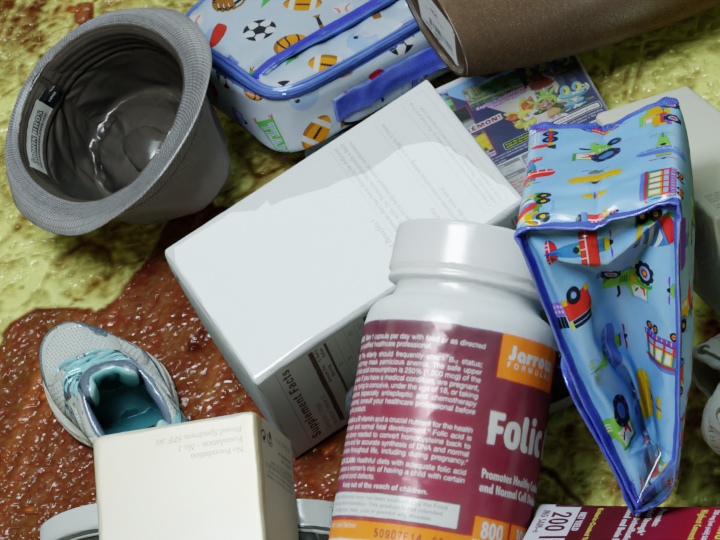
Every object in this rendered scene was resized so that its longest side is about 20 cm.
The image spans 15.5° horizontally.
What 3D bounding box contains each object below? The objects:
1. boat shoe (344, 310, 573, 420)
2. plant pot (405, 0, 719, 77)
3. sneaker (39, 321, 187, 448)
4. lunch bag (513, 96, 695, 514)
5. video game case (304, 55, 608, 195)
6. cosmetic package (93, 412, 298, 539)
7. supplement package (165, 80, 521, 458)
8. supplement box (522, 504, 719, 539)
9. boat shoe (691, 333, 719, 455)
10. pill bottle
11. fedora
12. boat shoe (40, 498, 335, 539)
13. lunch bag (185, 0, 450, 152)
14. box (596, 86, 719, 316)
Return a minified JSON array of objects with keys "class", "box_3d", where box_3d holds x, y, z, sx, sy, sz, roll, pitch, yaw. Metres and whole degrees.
[{"class":"boat shoe","box_3d":[0.082,0.055,1.622,0.200,0.060,0.074,-26,42,-2]},{"class":"plant pot","box_3d":[0.131,-0.218,1.778,0.200,0.187,0.187,-31,43,-8]},{"class":"sneaker","box_3d":[-0.153,0.079,1.686,0.078,0.086,0.200,-34,43,-11]},{"class":"lunch bag","box_3d":[0.156,0.027,1.487,0.094,0.200,0.151,-11,23,12]},{"class":"video game case","box_3d":[0.077,-0.064,1.773,0.200,0.023,0.182,-25,42,1]},{"class":"cosmetic package","box_3d":[-0.088,0.190,1.497,0.103,0.073,0.200,-11,69,13]},{"class":"supplement package","box_3d":[0.000,0.000,1.648,0.200,0.117,0.117,-33,60,-5]},{"class":"supplement box","box_3d":[0.180,0.179,1.430,0.200,0.061,0.109,-1,27,23]},{"class":"boat shoe","box_3d":[0.228,0.087,1.490,0.069,0.071,0.200,-18,19,0]},{"class":"pill bottle","box_3d":[0.052,0.078,1.516,0.114,0.114,0.200,5,80,28]},{"class":"fedora","box_3d":[-0.155,-0.090,1.836,0.200,0.090,0.177,18,77,45]},{"class":"boat shoe","box_3d":[-0.105,0.174,1.581,0.200,0.071,0.064,-5,69,24]},{"class":"lunch bag","box_3d":[-0.014,-0.169,1.867,0.200,0.076,0.160,-32,40,-21]},{"class":"box","box_3d":[0.213,-0.040,1.601,0.068,0.082,0.200,-19,26,-8]}]
